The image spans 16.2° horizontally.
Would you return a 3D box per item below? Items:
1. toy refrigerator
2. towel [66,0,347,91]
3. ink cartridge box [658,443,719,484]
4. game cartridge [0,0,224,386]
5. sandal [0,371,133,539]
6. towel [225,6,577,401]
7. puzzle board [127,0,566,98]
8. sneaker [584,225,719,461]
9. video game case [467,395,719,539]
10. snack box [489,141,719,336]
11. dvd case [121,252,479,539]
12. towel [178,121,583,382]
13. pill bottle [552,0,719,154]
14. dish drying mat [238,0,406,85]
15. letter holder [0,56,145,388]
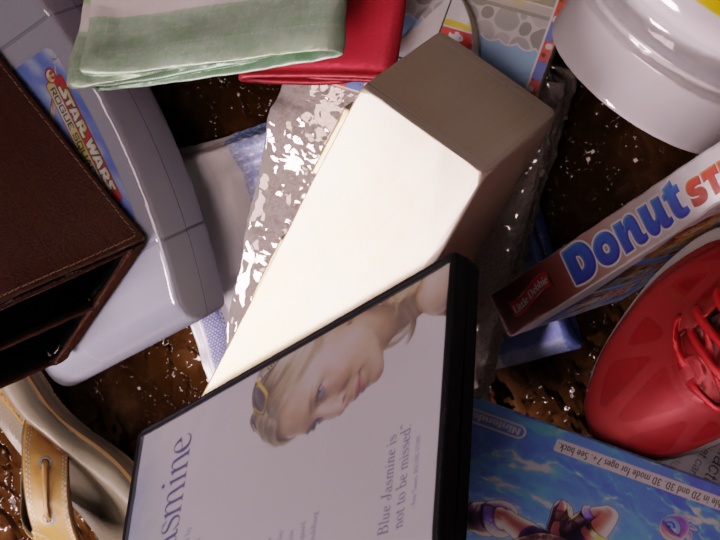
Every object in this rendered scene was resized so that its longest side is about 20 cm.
[{"bbox_3d":[0.000,0.000,1.092,0.070,0.076,0.200,36,126,10],"label":"toy refrigerator"},{"bbox_3d":[-0.065,-0.183,1.121,0.152,0.023,0.201,-6,74,35],"label":"towel"},{"bbox_3d":[0.235,0.077,1.059,0.200,0.084,0.146,33,115,18],"label":"ink cartridge box"},{"bbox_3d":[-0.146,-0.053,1.233,0.133,0.041,0.200,-27,89,49],"label":"game cartridge"},{"bbox_3d":[-0.155,0.104,1.271,0.200,0.054,0.080,47,154,12],"label":"sandal"},{"bbox_3d":[0.015,-0.023,1.150,0.132,0.034,0.200,22,113,21],"label":"towel"},{"bbox_3d":[0.006,-0.155,1.117,0.200,0.017,0.151,18,84,23],"label":"puzzle board"},{"bbox_3d":[0.148,0.015,0.974,0.200,0.115,0.078,-43,80,26],"label":"sneaker"},{"bbox_3d":[0.075,0.157,1.005,0.200,0.045,0.182,19,68,11],"label":"video game case"},{"bbox_3d":[0.139,-0.026,1.054,0.200,0.072,0.024,-36,75,49],"label":"snack box"},{"bbox_3d":[-0.030,0.090,1.027,0.018,0.143,0.200,33,134,-31],"label":"dvd case"},{"bbox_3d":[-0.005,-0.008,1.197,0.200,0.024,0.147,-15,97,30],"label":"towel"},{"bbox_3d":[0.167,-0.152,1.016,0.114,0.114,0.200,40,118,13],"label":"pill bottle"},{"bbox_3d":[-0.006,-0.179,1.109,0.077,0.018,0.201,3,81,25],"label":"dish drying mat"},{"bbox_3d":[-0.226,-0.038,1.187,0.200,0.142,0.101,50,133,13],"label":"letter holder"}]
